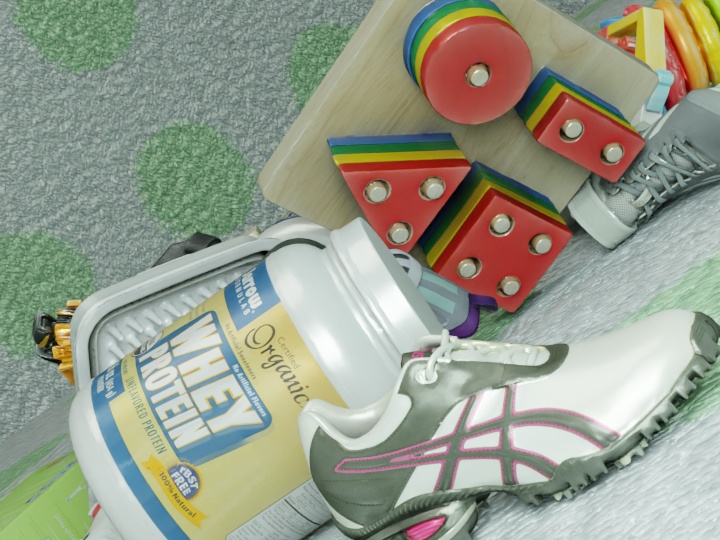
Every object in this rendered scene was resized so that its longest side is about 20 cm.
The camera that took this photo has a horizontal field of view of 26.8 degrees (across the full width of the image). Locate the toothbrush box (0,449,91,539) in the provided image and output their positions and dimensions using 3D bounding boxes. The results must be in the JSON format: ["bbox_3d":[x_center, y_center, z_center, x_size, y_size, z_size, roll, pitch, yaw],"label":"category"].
[{"bbox_3d":[-0.255,0.220,1.133,0.146,0.086,0.200,-29,8,38],"label":"toothbrush box"}]

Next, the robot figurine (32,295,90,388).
[{"bbox_3d":[-0.152,0.072,1.118,0.145,0.058,0.200,-12,-28,18],"label":"robot figurine"}]

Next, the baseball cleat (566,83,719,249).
[{"bbox_3d":[0.202,-0.060,1.003,0.106,0.070,0.200,-51,5,-14],"label":"baseball cleat"}]

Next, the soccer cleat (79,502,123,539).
[{"bbox_3d":[-0.155,0.193,0.947,0.085,0.069,0.200,-12,19,37],"label":"soccer cleat"}]

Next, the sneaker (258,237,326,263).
[{"bbox_3d":[-0.072,0.072,0.968,0.079,0.075,0.200,-157,88,-83],"label":"sneaker"}]

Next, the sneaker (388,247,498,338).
[{"bbox_3d":[0.012,0.075,1.000,0.074,0.087,0.200,-82,18,-45],"label":"sneaker"}]

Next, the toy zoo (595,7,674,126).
[{"bbox_3d":[0.211,-0.142,1.283,0.020,0.131,0.200,8,-9,-19],"label":"toy zoo"}]

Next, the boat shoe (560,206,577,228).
[{"bbox_3d":[0.152,-0.086,1.125,0.059,0.072,0.200,-35,-21,5],"label":"boat shoe"}]

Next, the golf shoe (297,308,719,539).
[{"bbox_3d":[0.062,0.061,0.668,0.200,0.088,0.077,-32,5,18],"label":"golf shoe"}]

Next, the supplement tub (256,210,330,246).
[{"bbox_3d":[0.000,0.000,1.168,0.144,0.145,0.200,-32,8,27],"label":"supplement tub"}]

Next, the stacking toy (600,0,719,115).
[{"bbox_3d":[0.323,-0.212,1.344,0.200,0.110,0.116,-23,6,7],"label":"stacking toy"}]

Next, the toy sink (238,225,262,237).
[{"bbox_3d":[-0.152,0.063,1.561,0.200,0.130,0.112,-36,6,-1],"label":"toy sink"}]

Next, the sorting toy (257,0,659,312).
[{"bbox_3d":[0.071,-0.079,0.975,0.200,0.199,0.070,-54,31,20],"label":"sorting toy"}]

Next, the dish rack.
[{"bbox_3d":[-0.123,0.073,1.033,0.171,0.200,0.044,-22,41,-31],"label":"dish rack"}]

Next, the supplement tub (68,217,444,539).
[{"bbox_3d":[-0.048,0.076,0.859,0.200,0.145,0.145,-35,6,5],"label":"supplement tub"}]

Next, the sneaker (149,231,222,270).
[{"bbox_3d":[-0.142,0.060,1.250,0.073,0.112,0.200,-30,-37,-65],"label":"sneaker"}]
